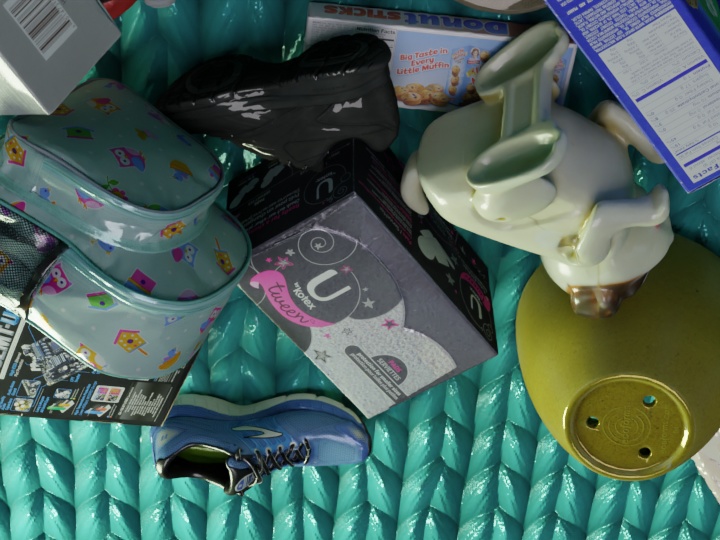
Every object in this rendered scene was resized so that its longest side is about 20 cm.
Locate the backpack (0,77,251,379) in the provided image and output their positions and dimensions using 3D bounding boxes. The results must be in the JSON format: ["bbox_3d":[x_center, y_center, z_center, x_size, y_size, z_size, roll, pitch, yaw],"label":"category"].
[{"bbox_3d":[-0.175,-0.028,1.056,0.200,0.176,0.153,41,119,2],"label":"backpack"}]

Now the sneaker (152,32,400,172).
[{"bbox_3d":[-0.064,-0.111,1.100,0.199,0.076,0.091,-3,124,26],"label":"sneaker"}]

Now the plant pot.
[{"bbox_3d":[0.218,0.086,1.214,0.199,0.142,0.201,5,120,9],"label":"plant pot"}]

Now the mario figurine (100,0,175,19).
[{"bbox_3d":[-0.167,-0.247,0.986,0.106,0.124,0.200,2,128,-30],"label":"mario figurine"}]

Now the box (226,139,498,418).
[{"bbox_3d":[0.000,0.000,1.189,0.132,0.115,0.200,-28,123,21],"label":"box"}]

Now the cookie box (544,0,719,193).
[{"bbox_3d":[0.192,-0.182,1.007,0.075,0.172,0.200,-28,125,25],"label":"cookie box"}]

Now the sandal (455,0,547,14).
[{"bbox_3d":[0.055,-0.225,1.044,0.199,0.054,0.080,21,126,-16],"label":"sandal"}]

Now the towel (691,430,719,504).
[{"bbox_3d":[0.371,0.137,1.288,0.191,0.032,0.200,-31,92,32],"label":"towel"}]

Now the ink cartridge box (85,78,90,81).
[{"bbox_3d":[-0.235,-0.054,1.194,0.099,0.039,0.200,33,121,-23],"label":"ink cartridge box"}]

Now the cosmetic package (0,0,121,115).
[{"bbox_3d":[-0.267,-0.167,1.012,0.200,0.090,0.107,10,145,46],"label":"cosmetic package"}]

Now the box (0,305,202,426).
[{"bbox_3d":[-0.229,0.048,1.231,0.198,0.050,0.200,7,135,-24],"label":"box"}]

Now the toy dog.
[{"bbox_3d":[0.147,-0.047,1.113,0.194,0.140,0.200,-33,128,29],"label":"toy dog"}]

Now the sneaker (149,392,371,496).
[{"bbox_3d":[-0.089,0.164,1.338,0.199,0.089,0.079,-1,130,1],"label":"sneaker"}]

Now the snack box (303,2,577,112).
[{"bbox_3d":[0.057,-0.154,1.122,0.199,0.024,0.072,5,130,-4],"label":"snack box"}]
